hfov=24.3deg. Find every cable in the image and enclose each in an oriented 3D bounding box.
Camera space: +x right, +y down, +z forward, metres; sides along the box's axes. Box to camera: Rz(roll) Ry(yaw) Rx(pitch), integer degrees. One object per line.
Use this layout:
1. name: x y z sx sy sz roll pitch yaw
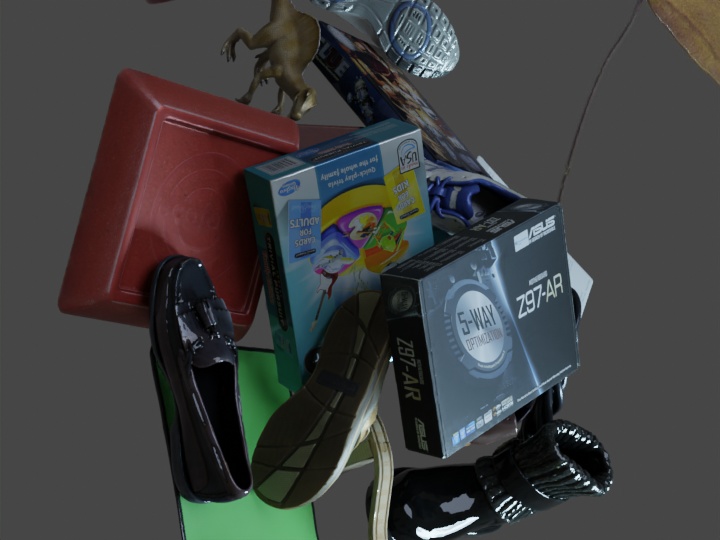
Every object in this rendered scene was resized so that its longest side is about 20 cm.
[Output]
1. cable: 0.175 0.095 1.618 0.051 0.200 0.164 12 62 4

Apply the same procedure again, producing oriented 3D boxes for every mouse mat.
1. mouse mat: -0.102 0.156 1.401 0.161 0.008 0.201 9 63 -48

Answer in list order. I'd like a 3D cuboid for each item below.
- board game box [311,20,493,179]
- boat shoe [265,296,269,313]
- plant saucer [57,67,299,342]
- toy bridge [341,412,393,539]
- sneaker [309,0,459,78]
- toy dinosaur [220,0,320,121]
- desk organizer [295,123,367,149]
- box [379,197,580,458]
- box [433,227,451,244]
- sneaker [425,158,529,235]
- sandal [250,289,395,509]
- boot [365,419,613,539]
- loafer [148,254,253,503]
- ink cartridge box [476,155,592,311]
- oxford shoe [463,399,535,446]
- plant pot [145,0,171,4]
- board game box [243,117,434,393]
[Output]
1. board game box: 0.037 -0.154 1.649 0.200 0.035 0.135 52 18 24
2. boat shoe: 0.000 0.000 1.533 0.071 0.072 0.200 30 50 25
3. plant saucer: -0.135 -0.045 1.367 0.199 0.037 0.201 13 92 -46
4. toy bridge: -0.004 0.164 1.465 0.027 0.067 0.201 2 67 -50
5. sneaker: 0.018 -0.270 1.712 0.200 0.075 0.087 36 8 -14
6. toy dinosaur: -0.076 -0.215 1.573 0.058 0.101 0.201 13 59 -47
7. desk organizer: -0.059 -0.086 1.546 0.200 0.072 0.077 -3 69 -52
8. box: 0.106 0.045 1.421 0.200 0.043 0.161 -27 116 -43
9. box: 0.084 0.029 1.594 0.082 0.049 0.201 17 75 -71
10. sneaker: 0.067 -0.071 1.501 0.199 0.088 0.076 11 85 -15
11. sandal: -0.018 0.112 1.395 0.200 0.080 0.054 -62 148 -5
12. boot: 0.118 0.194 1.518 0.211 0.158 0.080 -2 71 -52
13. loafer: -0.117 0.085 1.325 0.072 0.063 0.201 -9 94 -46
14. ink cartridge box: 0.157 0.000 1.786 0.200 0.057 0.163 43 41 -14
15. oxford shoe: 0.133 0.107 1.552 0.200 0.072 0.071 -58 145 -59
16. plant pot: -0.160 -0.343 1.490 0.200 0.200 0.179 -41 117 -53
17. board game box: -0.010 -0.011 1.425 0.151 0.047 0.201 -22 117 -27
